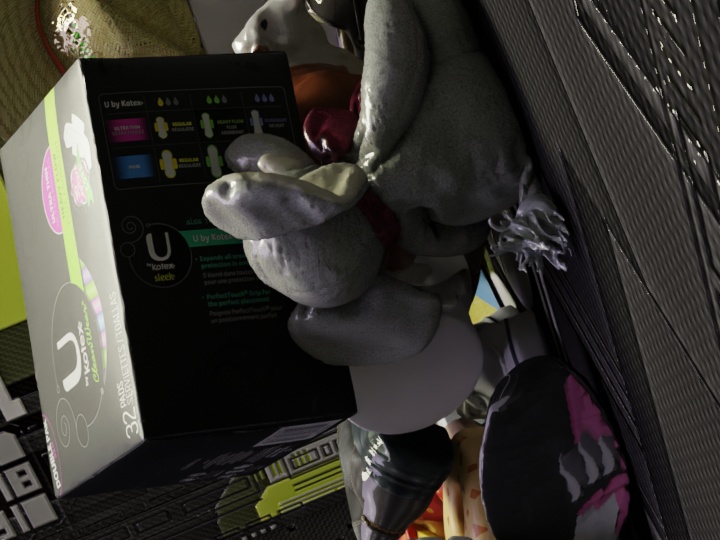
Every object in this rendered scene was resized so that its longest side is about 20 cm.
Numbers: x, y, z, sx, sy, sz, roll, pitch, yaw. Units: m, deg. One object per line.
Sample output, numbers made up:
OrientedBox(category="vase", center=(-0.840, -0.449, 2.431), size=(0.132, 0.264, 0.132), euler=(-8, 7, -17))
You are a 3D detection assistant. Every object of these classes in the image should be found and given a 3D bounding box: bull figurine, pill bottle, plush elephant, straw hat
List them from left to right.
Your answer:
OrientedBox(category="straw hat", center=(-0.149, -0.148, 1.392), size=(0.200, 0.085, 0.203), euler=(17, -115, -42))
OrientedBox(category="bull figurine", center=(-0.007, -0.063, 1.260), size=(0.065, 0.120, 0.202), euler=(63, -158, -75))
OrientedBox(category="pill bottle", center=(0.000, 0.000, 1.357), size=(0.201, 0.119, 0.120), euler=(-114, 3, -49))
OrientedBox(category="plush elephant", center=(0.001, -0.044, 1.113), size=(0.165, 0.154, 0.201), euler=(70, 177, -46))

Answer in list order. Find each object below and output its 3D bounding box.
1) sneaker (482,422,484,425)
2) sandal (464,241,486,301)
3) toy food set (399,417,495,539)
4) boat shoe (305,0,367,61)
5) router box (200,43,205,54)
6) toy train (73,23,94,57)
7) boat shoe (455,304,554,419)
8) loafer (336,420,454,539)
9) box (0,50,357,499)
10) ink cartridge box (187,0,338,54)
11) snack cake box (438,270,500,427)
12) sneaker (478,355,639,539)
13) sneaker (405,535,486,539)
OrientedBox(category="sneaker", center=(0.111, 0.144, 1.482), size=(0.200, 0.090, 0.067), euler=(121, 148, -56))
OrientedBox(category="sandal", center=(0.034, -0.028, 1.481), size=(0.200, 0.054, 0.081), euler=(-123, 40, -69))
OrientedBox(category="toy food set", center=(0.056, 0.192, 1.414), size=(0.200, 0.048, 0.200), euler=(-172, 86, -72))
OrientedBox(category="boat shoe", center=(-0.004, -0.161, 1.310), size=(0.073, 0.064, 0.201), euler=(-118, 7, -68))
OrientedBox(category="router box", center=(-0.075, -0.108, 1.553), size=(0.199, 0.052, 0.158), euler=(27, -124, -30))
OrientedBox(category="toy train", center=(-0.175, -0.111, 1.458), size=(0.056, 0.041, 0.202), euler=(130, 151, -64))
OrientedBox(category="boat shoe", center=(0.082, 0.065, 1.369), size=(0.200, 0.065, 0.074), euler=(162, 86, -88))
OrientedBox(category="loafer", center=(0.011, 0.102, 1.405), size=(0.200, 0.072, 0.073), euler=(-87, 21, -72))
OrientedBox(category="box", center=(-0.100, 0.003, 1.205), size=(0.148, 0.123, 0.202), euler=(-35, 64, 59))
OrientedBox(category="ink cartridge box", center=(-0.073, -0.238, 1.452), size=(0.129, 0.124, 0.201), euler=(72, 176, -66))
OrientedBox(category="snack cake box", center=(0.065, 0.045, 1.584), size=(0.115, 0.067, 0.201), euler=(68, 179, -48))
OrientedBox(category="sneaker", center=(0.109, 0.128, 1.239), size=(0.087, 0.080, 0.201), euler=(-95, -8, -60))
OrientedBox(category="sneaker", center=(0.088, 0.208, 1.186), size=(0.082, 0.199, 0.077), euler=(-58, -12, -46))
